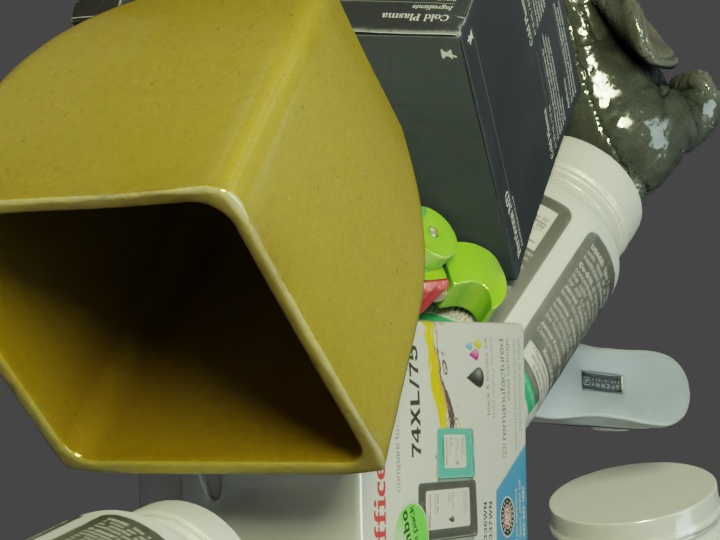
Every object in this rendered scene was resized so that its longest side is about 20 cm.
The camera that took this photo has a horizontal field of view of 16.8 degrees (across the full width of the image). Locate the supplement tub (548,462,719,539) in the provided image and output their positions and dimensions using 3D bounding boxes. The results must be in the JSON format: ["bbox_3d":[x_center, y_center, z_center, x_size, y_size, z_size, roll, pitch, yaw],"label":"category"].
[{"bbox_3d":[0.209,0.254,1.753,0.144,0.144,0.202,-31,115,-57],"label":"supplement tub"}]

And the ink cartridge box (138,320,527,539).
[{"bbox_3d":[-0.013,0.103,1.368,0.200,0.145,0.148,2,87,-60],"label":"ink cartridge box"}]

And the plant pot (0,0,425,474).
[{"bbox_3d":[-0.076,-0.036,1.221,0.195,0.194,0.201,62,38,-38],"label":"plant pot"}]

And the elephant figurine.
[{"bbox_3d":[0.160,-0.158,1.734,0.141,0.155,0.201,-35,112,-18],"label":"elephant figurine"}]

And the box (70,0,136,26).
[{"bbox_3d":[-0.081,-0.150,1.375,0.200,0.036,0.144,46,50,-52],"label":"box"}]

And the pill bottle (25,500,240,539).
[{"bbox_3d":[-0.137,0.182,1.176,0.200,0.115,0.117,-21,107,-58],"label":"pill bottle"}]

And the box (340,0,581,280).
[{"bbox_3d":[0.055,-0.129,1.506,0.183,0.103,0.201,-69,153,-42],"label":"box"}]

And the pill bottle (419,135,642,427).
[{"bbox_3d":[0.099,0.012,1.576,0.200,0.112,0.114,-53,133,-33],"label":"pill bottle"}]

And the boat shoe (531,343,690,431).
[{"bbox_3d":[0.125,0.076,1.690,0.201,0.086,0.075,9,73,-30],"label":"boat shoe"}]

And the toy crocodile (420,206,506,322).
[{"bbox_3d":[0.000,0.000,1.434,0.199,0.068,0.062,8,48,-41],"label":"toy crocodile"}]
